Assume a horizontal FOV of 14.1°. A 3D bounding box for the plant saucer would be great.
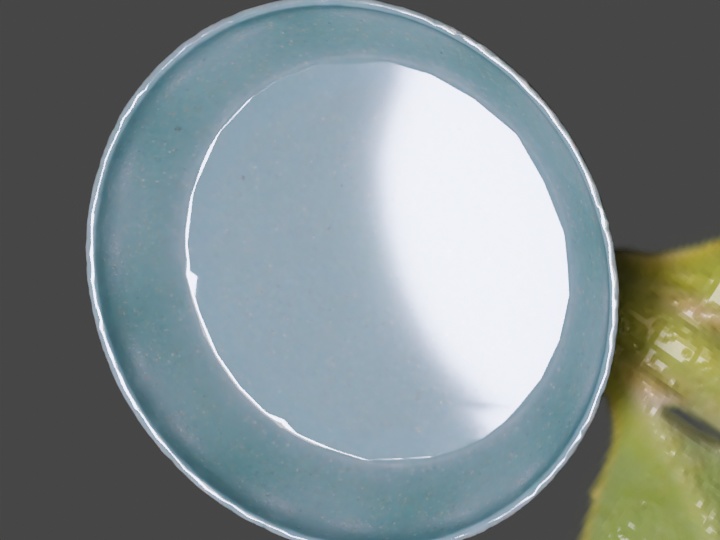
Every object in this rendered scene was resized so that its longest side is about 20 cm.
[{"bbox_3d":[0.000,0.000,1.024,0.200,0.036,0.200,6,106,21],"label":"plant saucer"}]
